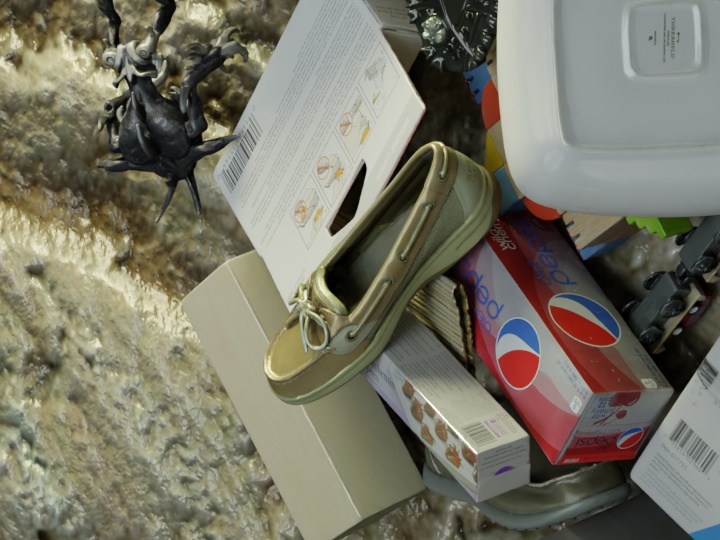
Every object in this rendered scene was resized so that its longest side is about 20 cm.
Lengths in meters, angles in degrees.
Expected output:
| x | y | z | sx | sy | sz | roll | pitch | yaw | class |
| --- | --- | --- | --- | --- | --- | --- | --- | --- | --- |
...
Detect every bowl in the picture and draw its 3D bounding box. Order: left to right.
| x | y | z | sx | sy | sz | roll | pitch | yaw | class |
| --- | --- | --- | --- | --- | --- | --- | --- | --- | --- |
| 0.178 | -0.131 | 1.607 | 0.199 | 0.075 | 0.200 | -1 | 91 | 6 | bowl |

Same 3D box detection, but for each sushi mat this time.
| x | y | z | sx | sy | sz | roll | pitch | yaw | class |
| --- | --- | --- | --- | --- | --- | --- | --- | --- | --- |
| 0.025 | 0.024 | 1.817 | 0.200 | 0.012 | 0.096 | 34 | 134 | 59 | sushi mat |

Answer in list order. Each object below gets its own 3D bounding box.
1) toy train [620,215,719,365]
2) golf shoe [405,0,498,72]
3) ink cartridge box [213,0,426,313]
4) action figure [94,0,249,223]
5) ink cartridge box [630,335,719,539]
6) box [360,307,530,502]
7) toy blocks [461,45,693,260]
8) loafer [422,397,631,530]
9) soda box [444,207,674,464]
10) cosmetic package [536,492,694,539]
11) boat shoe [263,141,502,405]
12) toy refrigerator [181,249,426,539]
| x | y | z | sx | sy | sz | roll | pitch | yaw | class |
| --- | --- | --- | --- | --- | --- | --- | --- | --- | --- |
| 0.195 | 0.021 | 1.721 | 0.200 | 0.046 | 0.034 | -57 | 46 | 36 | toy train |
| 0.082 | -0.221 | 1.707 | 0.077 | 0.088 | 0.200 | 7 | 94 | 36 | golf shoe |
| -0.015 | -0.084 | 1.829 | 0.200 | 0.045 | 0.176 | -61 | 41 | 32 | ink cartridge box |
| -0.138 | -0.141 | 1.921 | 0.119 | 0.102 | 0.200 | -7 | 106 | 33 | action figure |
| 0.261 | 0.082 | 1.634 | 0.116 | 0.068 | 0.200 | 44 | 125 | 22 | ink cartridge box |
| 0.043 | 0.074 | 1.737 | 0.200 | 0.041 | 0.039 | 45 | 145 | 49 | box |
| 0.126 | -0.086 | 1.729 | 0.137 | 0.100 | 0.200 | -40 | 71 | 49 | toy blocks |
| 0.098 | 0.118 | 1.774 | 0.200 | 0.075 | 0.070 | 8 | 111 | 57 | loafer |
| 0.112 | 0.031 | 1.737 | 0.200 | 0.070 | 0.063 | 57 | 135 | 38 | soda box |
| 0.147 | 0.218 | 1.709 | 0.107 | 0.200 | 0.090 | 48 | 124 | 23 | cosmetic package |
| 0.001 | 0.001 | 1.733 | 0.201 | 0.063 | 0.073 | -43 | 43 | 18 | boat shoe |
| -0.038 | 0.084 | 1.907 | 0.200 | 0.070 | 0.076 | 61 | 143 | 8 | toy refrigerator |
